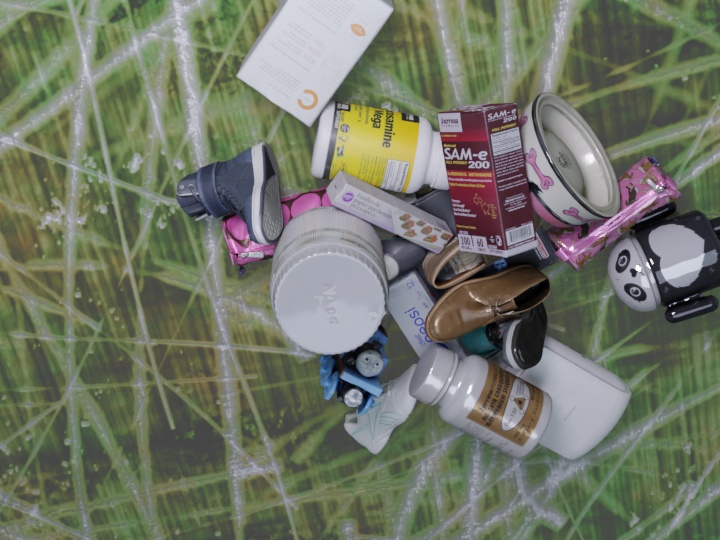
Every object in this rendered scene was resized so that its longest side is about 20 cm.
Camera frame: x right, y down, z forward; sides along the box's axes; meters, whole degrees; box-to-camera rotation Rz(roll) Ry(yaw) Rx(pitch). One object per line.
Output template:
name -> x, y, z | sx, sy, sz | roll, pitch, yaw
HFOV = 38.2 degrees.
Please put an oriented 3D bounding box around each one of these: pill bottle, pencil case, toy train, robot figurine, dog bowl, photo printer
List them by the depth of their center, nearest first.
dog bowl -> 0.280, -0.148, 1.467 | 0.074, 0.200, 0.200 | -30, 113, 34
pill bottle -> 0.035, -0.173, 1.489 | 0.200, 0.112, 0.113 | 9, 114, -5
pencil case -> 0.371, -0.082, 1.538 | 0.200, 0.083, 0.087 | -37, 148, 9
pencil case -> -0.103, -0.064, 1.548 | 0.200, 0.094, 0.091 | -18, 114, 7
robot figurine -> 0.472, -0.016, 1.557 | 0.200, 0.150, 0.125 | -21, 126, 9
pill bottle -> 0.181, 0.195, 1.586 | 0.200, 0.114, 0.114 | 28, 111, -9
toy train -> -0.007, 0.139, 1.588 | 0.087, 0.200, 0.114 | 26, 101, -11
photo printer -> 0.326, 0.210, 1.689 | 0.200, 0.069, 0.166 | 30, 111, -13

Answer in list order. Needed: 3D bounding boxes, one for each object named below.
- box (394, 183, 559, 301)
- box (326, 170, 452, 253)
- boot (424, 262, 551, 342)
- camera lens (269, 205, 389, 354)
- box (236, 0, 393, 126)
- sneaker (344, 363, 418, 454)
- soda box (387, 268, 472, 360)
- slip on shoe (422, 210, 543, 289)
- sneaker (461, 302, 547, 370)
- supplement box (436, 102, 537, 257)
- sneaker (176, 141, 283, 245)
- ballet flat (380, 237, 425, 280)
box -> 0.170, -0.056, 1.580 | 0.198, 0.050, 0.200 | -27, 112, 12
box -> 0.044, -0.082, 1.486 | 0.200, 0.041, 0.039 | 23, 115, -32
boot -> 0.188, 0.049, 1.525 | 0.200, 0.075, 0.074 | -27, 110, -13
camera lens -> -0.043, 0.009, 1.423 | 0.160, 0.200, 0.160 | -1, 110, -2
box -> -0.062, -0.322, 1.429 | 0.124, 0.097, 0.200 | 33, 109, -15
sneaker -> 0.038, 0.217, 1.678 | 0.080, 0.070, 0.200 | 32, 124, -4
soda box -> 0.103, 0.084, 1.633 | 0.068, 0.063, 0.200 | -29, 112, 12
slip on shoe -> 0.182, -0.037, 1.528 | 0.200, 0.061, 0.076 | -27, 113, 12
sneaker -> 0.209, 0.102, 1.580 | 0.121, 0.200, 0.084 | -20, 104, 25
supplement box -> 0.173, -0.124, 1.419 | 0.061, 0.109, 0.200 | -18, 105, -29
sneaker -> -0.189, -0.090, 1.481 | 0.146, 0.202, 0.077 | -18, 130, 9
ballet flat -> 0.000, 0.000, 1.564 | 0.200, 0.073, 0.073 | -8, 115, 21
